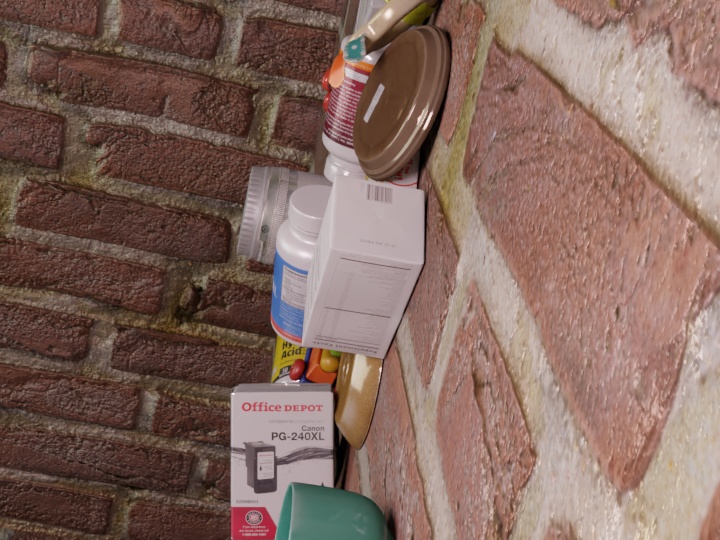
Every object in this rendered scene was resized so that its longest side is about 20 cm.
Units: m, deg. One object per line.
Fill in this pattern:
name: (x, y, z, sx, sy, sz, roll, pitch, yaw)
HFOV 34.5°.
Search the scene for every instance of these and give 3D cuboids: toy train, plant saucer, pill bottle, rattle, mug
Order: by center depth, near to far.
mug: (-0.033, 0.317, 1.195, 0.153, 0.112, 0.188, -95, 16, -63)
plant saucer: (0.044, -0.209, 1.424, 0.200, 0.029, 0.203, -45, 35, 44)
rattle: (0.003, -0.344, 1.480, 0.144, 0.199, 0.130, 59, 161, -14)
plant saucer: (-0.004, 0.135, 1.546, 0.200, 0.035, 0.204, -170, 90, -83)
pill bottle: (-0.061, -0.008, 1.549, 0.113, 0.110, 0.203, -90, 6, -56)
pill bottle: (0.007, -0.224, 1.654, 0.113, 0.111, 0.203, -96, 18, -66)
toy train: (-0.047, 0.135, 1.682, 0.116, 0.084, 0.202, -56, 14, 38)
pill bottle: (-0.084, 0.135, 1.876, 0.112, 0.109, 0.202, 108, 169, -45)

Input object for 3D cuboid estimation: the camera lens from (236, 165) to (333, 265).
camera lens: (-0.095, -0.081, 1.917, 0.160, 0.196, 0.163, -170, 90, -82)

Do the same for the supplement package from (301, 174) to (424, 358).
supplement package: (0.000, 0.000, 1.388, 0.201, 0.112, 0.111, 110, 166, -51)

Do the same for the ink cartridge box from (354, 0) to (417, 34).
ink cartridge box: (0.050, -0.406, 1.693, 0.200, 0.082, 0.148, 134, 146, -77)

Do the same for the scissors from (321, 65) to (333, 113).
scissors: (0.004, -0.290, 1.727, 0.199, 0.014, 0.074, -34, -42, -44)

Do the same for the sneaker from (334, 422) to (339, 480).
sneaker: (-0.078, 0.291, 1.710, 0.078, 0.083, 0.202, -90, 12, -52)

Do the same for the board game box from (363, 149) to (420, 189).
board game box: (0.034, -0.098, 1.527, 0.200, 0.045, 0.154, 116, 163, -66)

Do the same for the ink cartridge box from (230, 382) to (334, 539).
ink cartridge box: (-0.107, 0.260, 1.595, 0.083, 0.142, 0.204, -175, 84, -88)
